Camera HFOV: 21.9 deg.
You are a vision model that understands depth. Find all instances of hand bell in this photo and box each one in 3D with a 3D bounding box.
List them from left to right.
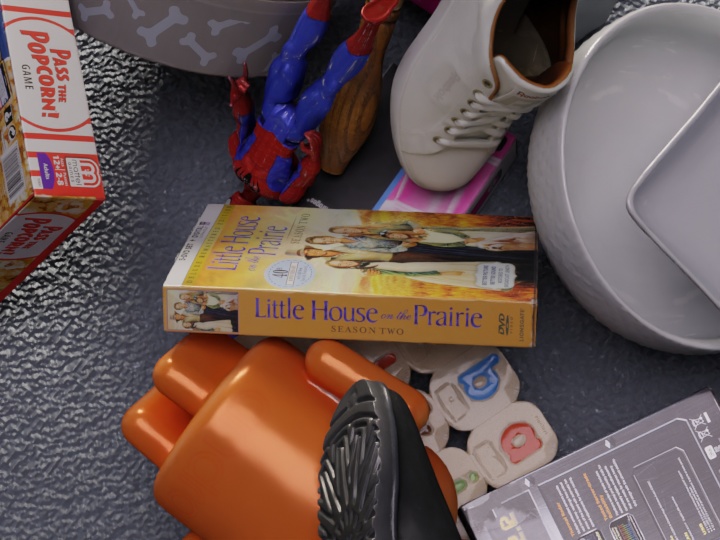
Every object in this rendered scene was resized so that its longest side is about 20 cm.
[{"bbox_3d":[0.010,-0.145,1.076,0.104,0.201,0.104,15,31,-9],"label":"hand bell"}]

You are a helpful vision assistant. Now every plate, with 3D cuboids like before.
[{"bbox_3d":[0.257,-0.031,1.053,0.200,0.032,0.200,46,65,-11],"label":"plate"}]

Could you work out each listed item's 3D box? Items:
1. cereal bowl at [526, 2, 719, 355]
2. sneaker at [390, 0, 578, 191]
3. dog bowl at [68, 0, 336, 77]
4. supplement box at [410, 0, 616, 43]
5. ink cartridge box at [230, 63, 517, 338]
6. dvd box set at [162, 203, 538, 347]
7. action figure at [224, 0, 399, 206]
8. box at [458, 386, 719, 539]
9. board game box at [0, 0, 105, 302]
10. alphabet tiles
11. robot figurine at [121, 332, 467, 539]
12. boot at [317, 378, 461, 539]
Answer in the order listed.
[{"bbox_3d":[0.178,-0.048,1.081,0.199,0.083,0.201,5,79,-25],"label":"cereal bowl"},{"bbox_3d":[0.069,-0.104,1.032,0.072,0.201,0.085,-4,48,-21],"label":"sneaker"},{"bbox_3d":[-0.109,-0.181,1.125,0.199,0.200,0.059,26,117,13],"label":"dog bowl"},{"bbox_3d":[0.065,-0.224,1.142,0.200,0.104,0.101,35,42,15],"label":"supplement box"},{"bbox_3d":[0.004,-0.022,1.132,0.094,0.037,0.200,31,78,13],"label":"ink cartridge box"},{"bbox_3d":[0.000,0.000,1.039,0.199,0.146,0.030,3,110,6],"label":"dvd box set"},{"bbox_3d":[-0.041,-0.093,1.074,0.065,0.200,0.052,38,47,9],"label":"action figure"},{"bbox_3d":[0.166,0.188,1.025,0.158,0.048,0.201,-26,78,-3],"label":"box"},{"bbox_3d":[-0.224,-0.068,1.088,0.046,0.200,0.152,1,66,-35],"label":"board game box"},{"bbox_3d":[0.005,0.108,1.077,0.195,0.015,0.200,-34,82,-3],"label":"alphabet tiles"},{"bbox_3d":[-0.032,0.117,1.013,0.200,0.117,0.144,36,79,5],"label":"robot figurine"},{"bbox_3d":[0.081,0.148,0.940,0.199,0.066,0.166,11,62,-26],"label":"boot"}]
